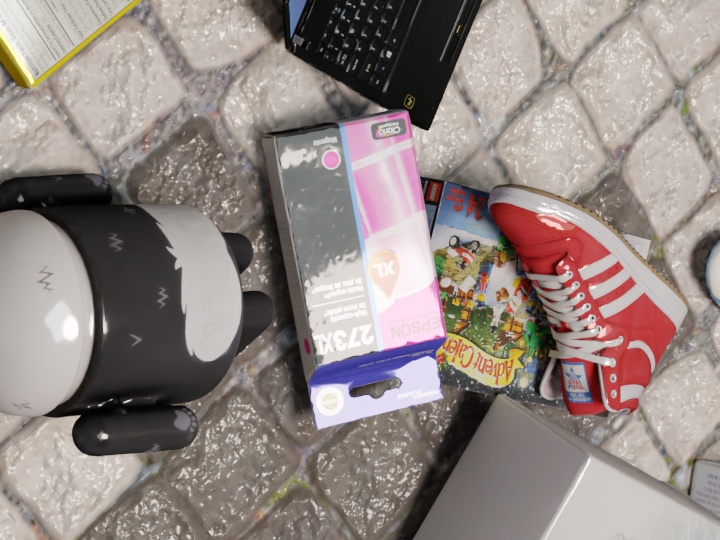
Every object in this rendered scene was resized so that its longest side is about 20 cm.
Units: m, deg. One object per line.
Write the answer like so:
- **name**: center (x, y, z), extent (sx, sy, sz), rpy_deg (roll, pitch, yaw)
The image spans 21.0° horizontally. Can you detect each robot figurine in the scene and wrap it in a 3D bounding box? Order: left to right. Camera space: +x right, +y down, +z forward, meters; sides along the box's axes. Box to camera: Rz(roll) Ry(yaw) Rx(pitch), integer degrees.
- **robot figurine**: center (-0.151, 0.023, 1.144), extent (0.200, 0.150, 0.125), rpy_deg (-4, 114, -41)

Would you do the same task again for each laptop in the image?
- **laptop**: center (0.032, -0.206, 1.249), extent (0.200, 0.103, 0.178), rpy_deg (27, 82, -35)

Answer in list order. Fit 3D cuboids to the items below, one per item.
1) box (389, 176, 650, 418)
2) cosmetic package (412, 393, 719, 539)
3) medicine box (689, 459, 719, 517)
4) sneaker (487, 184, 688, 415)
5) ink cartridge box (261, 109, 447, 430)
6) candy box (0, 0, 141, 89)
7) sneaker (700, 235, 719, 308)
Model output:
- **box**: center (0.109, 0.022, 1.380), extent (0.200, 0.038, 0.137), rpy_deg (13, 90, -36)
- **cosmetic package**: center (0.143, 0.226, 1.367), extent (0.200, 0.123, 0.200), rpy_deg (29, 92, -33)
- **medicine box**: center (0.348, 0.260, 1.547), extent (0.182, 0.103, 0.201), rpy_deg (7, 93, -35)
- **sneaker**: center (0.144, 0.029, 1.338), extent (0.200, 0.071, 0.113), rpy_deg (36, 73, -36)
- **ink cartridge box**: center (0.000, 0.000, 1.278), extent (0.094, 0.037, 0.201), rpy_deg (-12, 100, -17)
- **candy box**: center (-0.210, -0.215, 1.126), extent (0.102, 0.026, 0.200), rpy_deg (-41, 118, -20)
- **sneaker**: center (0.345, 0.025, 1.526), extent (0.200, 0.072, 0.072), rpy_deg (28, 83, -33)
